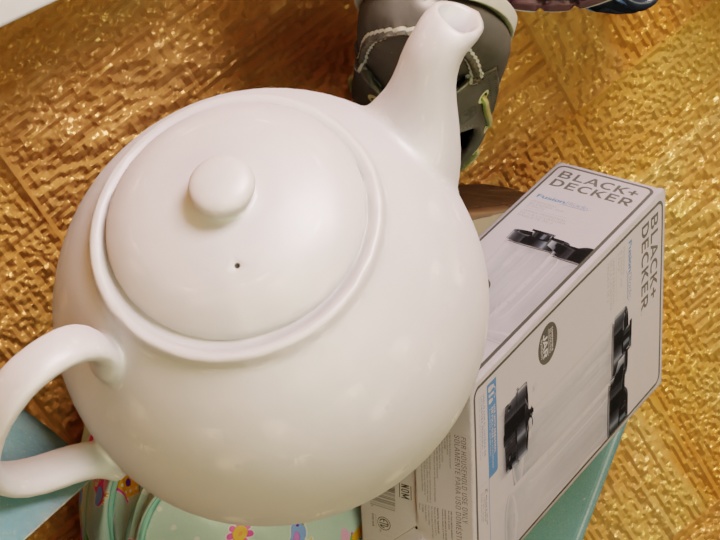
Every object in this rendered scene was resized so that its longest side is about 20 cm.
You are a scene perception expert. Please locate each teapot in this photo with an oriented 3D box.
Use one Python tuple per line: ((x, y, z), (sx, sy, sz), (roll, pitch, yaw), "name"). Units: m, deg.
((-0.047, 0.002, 1.050), (0.146, 0.197, 0.201), (68, 25, -62), "teapot")

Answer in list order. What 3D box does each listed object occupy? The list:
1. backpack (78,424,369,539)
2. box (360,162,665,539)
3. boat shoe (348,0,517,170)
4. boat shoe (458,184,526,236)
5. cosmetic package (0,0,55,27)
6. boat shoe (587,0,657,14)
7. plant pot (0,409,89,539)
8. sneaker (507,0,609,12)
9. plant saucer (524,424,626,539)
((-0.057, 0.135, 1.217), (0.166, 0.127, 0.201), (-20, 118, -21), "backpack")
((0.074, 0.045, 1.202), (0.200, 0.060, 0.117), (-41, 137, -48), "box")
((0.030, -0.085, 1.154), (0.072, 0.202, 0.060), (10, 82, 5), "boat shoe")
((0.000, 0.000, 1.234), (0.199, 0.071, 0.065), (-5, 108, -27), "boat shoe")
((-0.163, -0.167, 1.088), (0.200, 0.081, 0.113), (-30, 120, -16), "cosmetic package")
((0.089, -0.206, 1.210), (0.084, 0.069, 0.200), (-47, 118, -6), "boat shoe")
((-0.230, 0.105, 1.101), (0.200, 0.200, 0.135), (-42, 90, -9), "plant pot")
((0.038, -0.148, 1.125), (0.199, 0.116, 0.076), (1, 99, 15), "sneaker")
((0.099, 0.112, 1.356), (0.070, 0.019, 0.201), (15, 99, -31), "plant saucer")
